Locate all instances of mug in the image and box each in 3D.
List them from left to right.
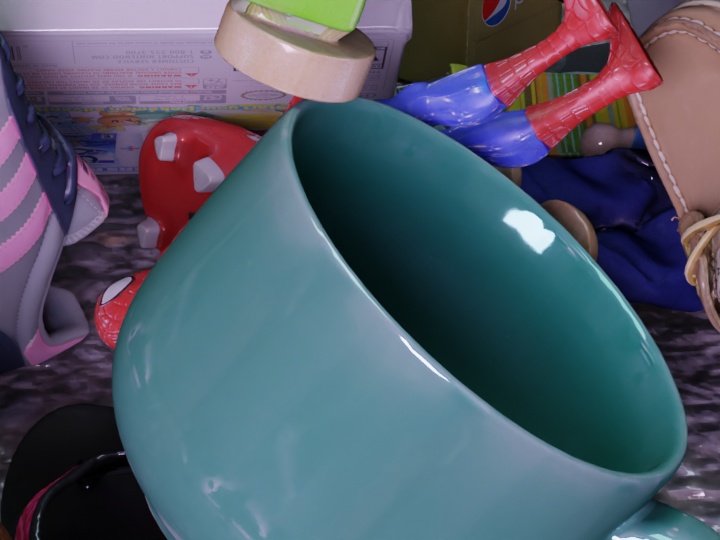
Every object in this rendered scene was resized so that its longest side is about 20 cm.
[{"bbox_3d":[0.009,0.052,0.823,0.152,0.114,0.185,18,33,-45],"label":"mug"}]

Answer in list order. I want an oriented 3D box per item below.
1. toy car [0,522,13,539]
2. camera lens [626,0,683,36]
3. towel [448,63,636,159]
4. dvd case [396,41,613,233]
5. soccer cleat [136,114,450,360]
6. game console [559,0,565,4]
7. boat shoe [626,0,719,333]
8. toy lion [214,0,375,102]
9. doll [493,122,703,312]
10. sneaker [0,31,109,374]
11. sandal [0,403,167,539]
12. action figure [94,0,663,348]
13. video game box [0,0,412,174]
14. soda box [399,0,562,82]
[{"bbox_3d":[-0.161,0.065,0.708,0.164,0.200,0.158,23,47,34],"label":"toy car"},{"bbox_3d":[0.214,-0.138,1.072,0.200,0.160,0.160,-2,29,-12],"label":"camera lens"},{"bbox_3d":[0.133,-0.060,1.102,0.200,0.018,0.086,1,30,-3],"label":"towel"},{"bbox_3d":[0.134,-0.056,1.137,0.200,0.022,0.146,-12,32,-25],"label":"dvd case"},{"bbox_3d":[0.000,0.000,0.992,0.085,0.069,0.200,-15,35,-42],"label":"soccer cleat"},{"bbox_3d":[0.127,-0.185,0.926,0.200,0.118,0.171,-35,69,-24],"label":"game console"},{"bbox_3d":[0.142,-0.004,0.905,0.066,0.074,0.200,-14,63,-45],"label":"boat shoe"},{"bbox_3d":[-0.062,-0.126,0.872,0.200,0.069,0.192,17,19,-11],"label":"toy lion"},{"bbox_3d":[0.118,-0.012,0.995,0.200,0.048,0.136,-3,41,-47],"label":"doll"},{"bbox_3d":[-0.122,-0.042,0.920,0.082,0.200,0.070,-9,50,-20],"label":"sneaker"},{"bbox_3d":[-0.071,0.090,0.840,0.075,0.045,0.200,-3,29,-5],"label":"sandal"},{"bbox_3d":[-0.003,-0.031,0.909,0.200,0.065,0.052,-34,61,12],"label":"action figure"},{"bbox_3d":[-0.085,-0.077,1.034,0.200,0.047,0.182,-1,-15,-4],"label":"video game box"},{"bbox_3d":[-0.009,-0.140,1.238,0.200,0.064,0.068,24,37,34],"label":"soda box"}]
